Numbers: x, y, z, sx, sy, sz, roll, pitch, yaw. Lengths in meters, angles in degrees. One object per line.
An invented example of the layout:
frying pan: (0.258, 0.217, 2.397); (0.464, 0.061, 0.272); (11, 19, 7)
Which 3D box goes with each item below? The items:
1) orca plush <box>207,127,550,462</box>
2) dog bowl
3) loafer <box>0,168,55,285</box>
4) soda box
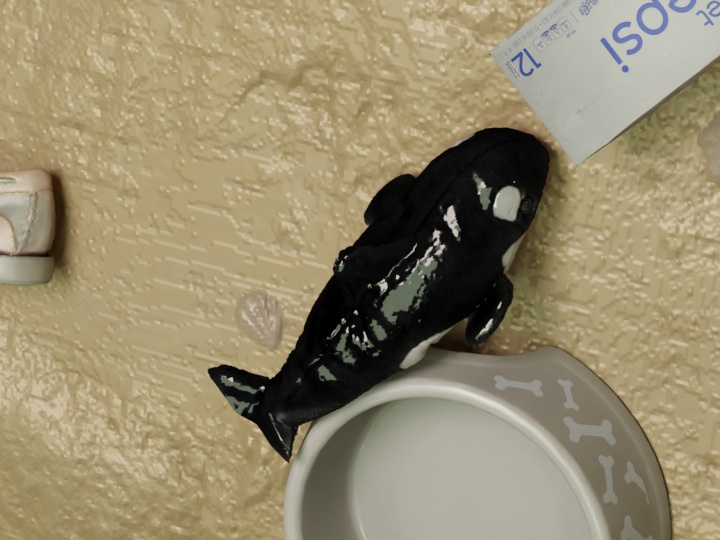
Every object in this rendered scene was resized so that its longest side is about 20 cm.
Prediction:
orca plush: (0.000, 0.000, 1.204); (0.199, 0.071, 0.106); (-33, 55, 23)
dog bowl: (0.051, 0.128, 1.260); (0.199, 0.059, 0.201); (9, 112, 22)
loafer: (-0.252, -0.037, 1.341); (0.199, 0.072, 0.063); (10, 96, 14)
soda box: (0.156, -0.133, 1.115); (0.200, 0.063, 0.068); (-39, 89, 30)
